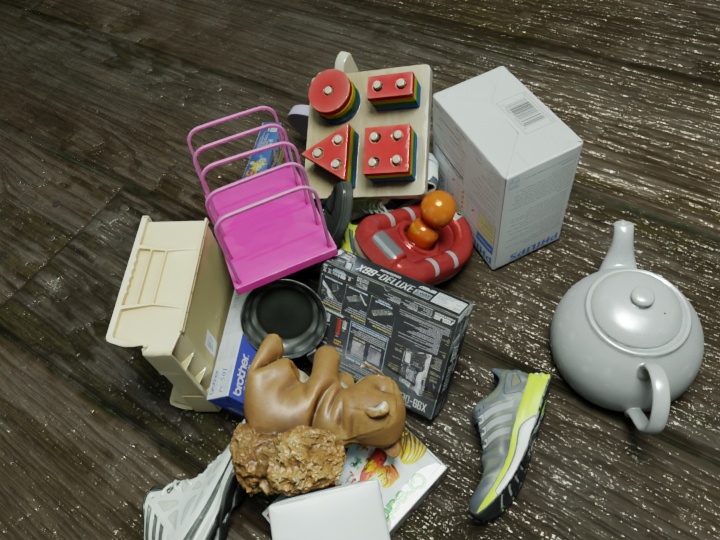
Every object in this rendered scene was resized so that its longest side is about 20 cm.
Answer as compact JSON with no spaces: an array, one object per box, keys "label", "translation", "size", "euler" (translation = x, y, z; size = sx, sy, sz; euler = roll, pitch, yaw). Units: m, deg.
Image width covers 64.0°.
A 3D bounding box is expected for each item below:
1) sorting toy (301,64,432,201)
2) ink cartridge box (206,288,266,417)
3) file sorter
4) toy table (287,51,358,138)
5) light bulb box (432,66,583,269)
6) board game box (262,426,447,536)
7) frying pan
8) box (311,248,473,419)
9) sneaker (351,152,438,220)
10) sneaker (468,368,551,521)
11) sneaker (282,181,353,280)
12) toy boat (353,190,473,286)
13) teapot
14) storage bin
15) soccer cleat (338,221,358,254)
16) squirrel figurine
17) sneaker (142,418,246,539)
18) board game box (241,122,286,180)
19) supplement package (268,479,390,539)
[{"label":"sorting toy","translation":[0.001,-0.213,0.868],"size":[0.197,0.070,0.202],"euler":[1,82,20]},{"label":"ink cartridge box","translation":[-0.145,0.100,0.809],"size":[0.044,0.094,0.202],"euler":[-17,50,32]},{"label":"file sorter","translation":[-0.135,-0.102,0.751],"size":[0.138,0.126,0.201],"euler":[-22,49,-8]},{"label":"toy table","translation":[-0.020,-0.275,1.010],"size":[0.199,0.184,0.118],"euler":[26,80,14]},{"label":"light bulb box","translation":[0.204,-0.149,0.857],"size":[0.124,0.201,0.199],"euler":[-23,56,-9]},{"label":"board game box","translation":[-0.005,0.274,0.708],"size":[0.200,0.035,0.126],"euler":[-42,60,-18]},{"label":"frying pan","translation":[-0.070,0.082,0.769],"size":[0.115,0.189,0.031],"euler":[-54,15,16]},{"label":"box","translation":[0.032,0.082,0.758],"size":[0.199,0.159,0.050],"euler":[22,29,23]},{"label":"sneaker","translation":[0.032,-0.121,0.913],"size":[0.199,0.073,0.071],"euler":[-25,42,24]},{"label":"sneaker","translation":[0.170,0.207,0.711],"size":[0.080,0.074,0.201],"euler":[14,53,29]},{"label":"sneaker","translation":[-0.084,-0.053,0.865],"size":[0.103,0.201,0.060],"euler":[9,40,-17]},{"label":"toy boat","translation":[0.093,-0.058,0.823],"size":[0.131,0.131,0.199],"euler":[47,38,19]},{"label":"teapot","translation":[0.336,0.073,0.718],"size":[0.197,0.147,0.200],"euler":[-38,59,-15]},{"label":"storage bin","translation":[-0.238,0.065,0.789],"size":[0.093,0.201,0.200],"euler":[-1,56,6]},{"label":"soccer cleat","translation":[0.000,0.000,0.872],"size":[0.083,0.065,0.200],"euler":[-30,58,-16]},{"label":"squirrel figurine","translation":[-0.046,0.186,0.674],"size":[0.185,0.143,0.201],"euler":[7,38,19]},{"label":"sneaker","translation":[-0.205,0.265,0.723],"size":[0.114,0.076,0.202],"euler":[16,63,17]},{"label":"board game box","translation":[-0.152,-0.121,0.938],"size":[0.034,0.136,0.201],"euler":[4,56,11]},{"label":"supplement package","translation":[-0.021,0.329,0.586],"size":[0.116,0.117,0.202],"euler":[-10,71,-9]}]
